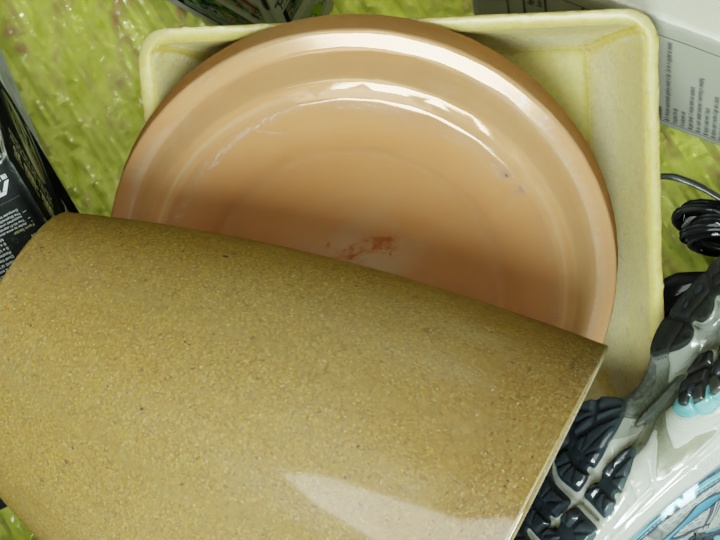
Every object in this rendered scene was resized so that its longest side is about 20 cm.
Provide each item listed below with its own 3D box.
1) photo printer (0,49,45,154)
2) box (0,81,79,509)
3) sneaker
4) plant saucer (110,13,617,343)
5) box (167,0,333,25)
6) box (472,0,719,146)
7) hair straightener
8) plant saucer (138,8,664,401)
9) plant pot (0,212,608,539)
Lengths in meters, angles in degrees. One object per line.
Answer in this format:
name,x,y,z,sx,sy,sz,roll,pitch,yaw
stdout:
photo printer,-0.246,-0.053,1.053,0.199,0.069,0.167,-24,75,1
box,-0.201,0.028,0.972,0.199,0.164,0.086,-26,41,1
sneaker,0.127,0.084,0.955,0.086,0.078,0.200,32,119,-24
plant saucer,0.000,0.000,0.948,0.199,0.032,0.201,2,117,5
box,-0.111,-0.161,1.042,0.199,0.110,0.035,28,81,12
box,0.156,-0.119,0.989,0.199,0.128,0.109,22,79,11
hair straightener,0.182,-0.006,1.003,0.199,0.041,0.077,8,97,15
plant saucer,0.021,-0.015,0.982,0.199,0.049,0.201,-1,117,6
plant pot,-0.041,0.065,0.874,0.199,0.186,0.187,27,81,5
